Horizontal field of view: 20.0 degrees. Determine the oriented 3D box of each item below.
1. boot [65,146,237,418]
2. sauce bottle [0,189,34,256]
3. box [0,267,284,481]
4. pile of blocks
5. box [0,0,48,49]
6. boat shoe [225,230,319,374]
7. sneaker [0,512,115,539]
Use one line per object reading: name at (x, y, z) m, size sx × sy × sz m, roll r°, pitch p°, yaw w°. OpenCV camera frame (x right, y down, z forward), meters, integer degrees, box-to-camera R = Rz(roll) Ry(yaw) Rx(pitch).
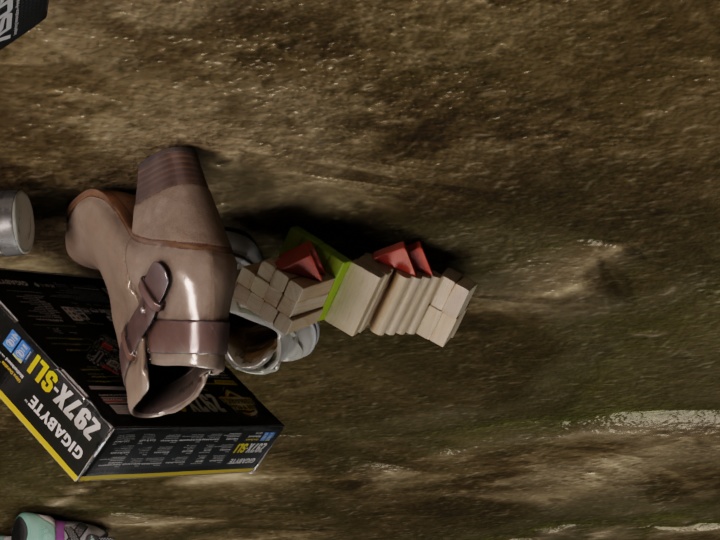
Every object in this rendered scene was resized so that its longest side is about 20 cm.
boot at (-0.134, 0.018, 1.266) m, size 0.070 × 0.148 × 0.200 m, roll 2°, pitch 161°, yaw -24°
sauce bottle at (-0.303, -0.022, 1.279) m, size 0.198 × 0.065 × 0.065 m, roll -2°, pitch 159°, yaw 9°
box at (-0.162, 0.068, 1.340) m, size 0.049 × 0.160 × 0.200 m, roll -53°, pitch 155°, yaw 16°
pile of blocks at (0.000, 0.000, 1.368) m, size 0.199 × 0.082 × 0.062 m, roll 7°, pitch 117°, yaw -42°
box at (-0.178, -0.183, 0.694) m, size 0.044 × 0.200 × 0.160 m, roll -37°, pitch 172°, yaw -21°
boat shoe at (-0.077, 0.039, 1.430) m, size 0.070 × 0.070 × 0.200 m, roll -5°, pitch 158°, yaw 12°
sneaker at (-0.311, 0.312, 2.146) m, size 0.139 × 0.078 × 0.200 m, roll 9°, pitch 158°, yaw -21°
